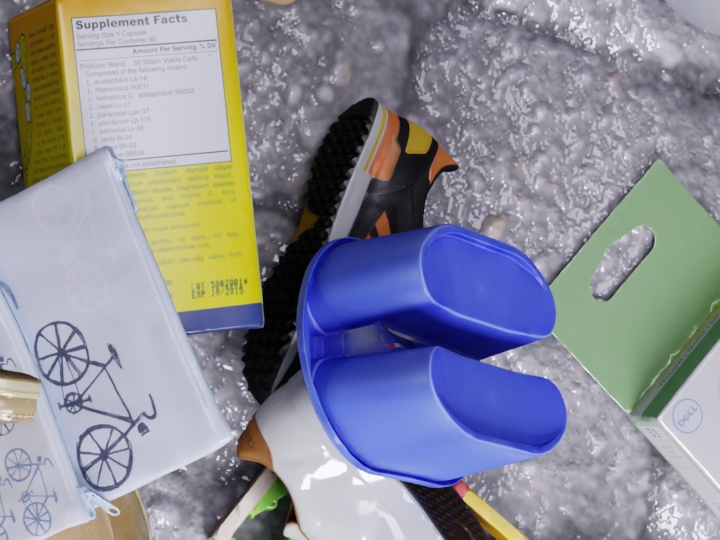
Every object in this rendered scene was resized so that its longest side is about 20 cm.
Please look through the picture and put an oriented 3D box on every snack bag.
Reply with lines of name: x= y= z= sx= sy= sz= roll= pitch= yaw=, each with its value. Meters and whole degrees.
snack bag: x=-0.185 y=0.055 z=1.460 sx=0.199 sy=0.021 sz=0.189 roll=-25 pitch=84 yaw=17

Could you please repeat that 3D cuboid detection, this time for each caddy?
caddy: x=0.037 y=0.051 z=1.542 sx=0.200 sy=0.105 sz=0.142 roll=19 pitch=61 yaw=-55

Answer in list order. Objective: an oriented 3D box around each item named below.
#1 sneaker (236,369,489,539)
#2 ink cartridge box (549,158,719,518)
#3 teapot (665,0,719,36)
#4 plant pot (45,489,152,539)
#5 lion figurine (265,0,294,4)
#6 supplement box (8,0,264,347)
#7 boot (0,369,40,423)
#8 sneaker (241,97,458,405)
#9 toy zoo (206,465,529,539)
sneaker: x=0.007 y=0.150 z=1.577 sx=0.085 sy=0.073 sz=0.200 roll=-40 pitch=101 yaw=19
ink cartridge box: x=0.227 y=0.045 z=1.712 sx=0.200 sy=0.048 sz=0.146 roll=47 pitch=72 yaw=-17
teapot: x=0.276 y=-0.248 z=1.693 sx=0.199 sy=0.146 sz=0.199 roll=-7 pitch=90 yaw=-23
plant pot: x=-0.219 y=0.175 z=1.525 sx=0.199 sy=0.027 sz=0.201 roll=2 pitch=86 yaw=-22
lion figurine: x=-0.048 y=-0.195 z=1.555 sx=0.122 sy=0.073 sz=0.200 roll=38 pitch=31 yaw=-4
supplement box: x=-0.133 y=-0.059 z=1.529 sx=0.108 sy=0.109 sz=0.201 roll=-6 pitch=90 yaw=-23
boot: x=-0.260 y=0.130 z=1.421 sx=0.073 sy=0.199 sz=0.157 roll=21 pitch=66 yaw=-60
sneaker: x=0.000 y=0.000 z=1.604 sx=0.090 sy=0.070 sz=0.201 roll=26 pitch=79 yaw=-24
toy zoo: x=0.021 y=0.180 z=1.608 sx=0.200 sy=0.020 sz=0.131 roll=40 pitch=73 yaw=-4
